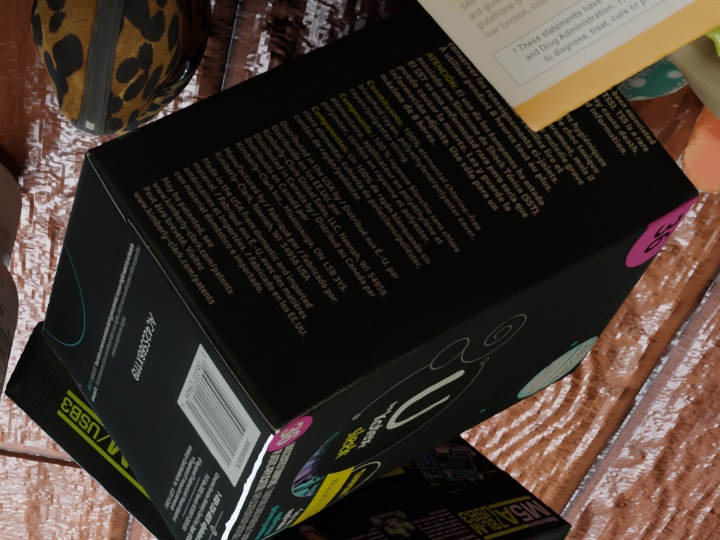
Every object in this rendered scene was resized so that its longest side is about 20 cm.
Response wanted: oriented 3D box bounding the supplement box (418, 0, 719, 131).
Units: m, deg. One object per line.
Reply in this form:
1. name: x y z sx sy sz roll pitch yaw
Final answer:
1. supplement box: 0.042 -0.156 0.613 0.200 0.074 0.126 48 136 -15

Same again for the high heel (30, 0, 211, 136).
1. high heel: -0.098 -0.070 0.781 0.071 0.143 0.200 9 149 -4

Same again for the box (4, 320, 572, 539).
1. box: -0.029 0.086 0.931 0.200 0.193 0.048 -5 130 -57

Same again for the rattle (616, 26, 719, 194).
1. rattle: 0.163 -0.112 0.771 0.130 0.143 0.200 27 175 23

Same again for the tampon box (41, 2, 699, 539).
1. tampon box: 0.000 0.000 0.801 0.200 0.126 0.150 -27 161 -26

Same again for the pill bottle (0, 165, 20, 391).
1. pill bottle: -0.217 0.044 0.922 0.113 0.201 0.113 5 149 3
